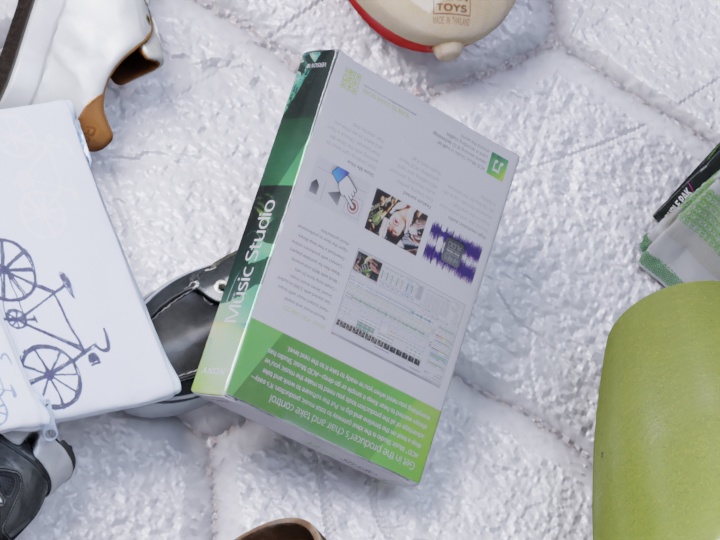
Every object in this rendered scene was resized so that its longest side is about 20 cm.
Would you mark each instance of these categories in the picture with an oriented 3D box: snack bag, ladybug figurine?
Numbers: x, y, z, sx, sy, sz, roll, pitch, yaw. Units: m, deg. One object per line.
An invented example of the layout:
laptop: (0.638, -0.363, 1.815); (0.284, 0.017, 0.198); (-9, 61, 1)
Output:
snack bag: (-0.195, 0.000, 1.394); (0.199, 0.021, 0.189); (-8, 67, -39)
ladybug figurine: (0.029, -0.211, 1.651); (0.135, 0.072, 0.201); (3, 63, -23)

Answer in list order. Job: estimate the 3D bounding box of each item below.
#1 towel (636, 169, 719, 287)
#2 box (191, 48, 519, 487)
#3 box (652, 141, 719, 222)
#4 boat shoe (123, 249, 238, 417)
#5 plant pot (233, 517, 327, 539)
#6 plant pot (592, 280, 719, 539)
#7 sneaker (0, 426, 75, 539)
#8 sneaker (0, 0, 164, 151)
towel: (0.263, -0.012, 1.580); (0.149, 0.200, 0.031); (42, 51, 0)
box: (0.000, 0.000, 1.485); (0.144, 0.036, 0.201); (28, 72, -35)
box: (0.301, -0.059, 1.623); (0.149, 0.200, 0.124); (45, 55, 2)
boat shoe: (-0.058, 0.014, 1.499); (0.200, 0.057, 0.069); (-30, 80, -35)
plant pot: (-0.014, 0.255, 1.338); (0.200, 0.187, 0.187); (42, 53, -19)
plant pot: (0.203, 0.112, 1.518); (0.186, 0.187, 0.200); (7, 47, -23)
sneaker: (-0.244, 0.079, 1.370); (0.200, 0.066, 0.091); (32, 53, -10)
sneaker: (-0.145, -0.156, 1.544); (0.084, 0.073, 0.201); (22, 68, -17)
